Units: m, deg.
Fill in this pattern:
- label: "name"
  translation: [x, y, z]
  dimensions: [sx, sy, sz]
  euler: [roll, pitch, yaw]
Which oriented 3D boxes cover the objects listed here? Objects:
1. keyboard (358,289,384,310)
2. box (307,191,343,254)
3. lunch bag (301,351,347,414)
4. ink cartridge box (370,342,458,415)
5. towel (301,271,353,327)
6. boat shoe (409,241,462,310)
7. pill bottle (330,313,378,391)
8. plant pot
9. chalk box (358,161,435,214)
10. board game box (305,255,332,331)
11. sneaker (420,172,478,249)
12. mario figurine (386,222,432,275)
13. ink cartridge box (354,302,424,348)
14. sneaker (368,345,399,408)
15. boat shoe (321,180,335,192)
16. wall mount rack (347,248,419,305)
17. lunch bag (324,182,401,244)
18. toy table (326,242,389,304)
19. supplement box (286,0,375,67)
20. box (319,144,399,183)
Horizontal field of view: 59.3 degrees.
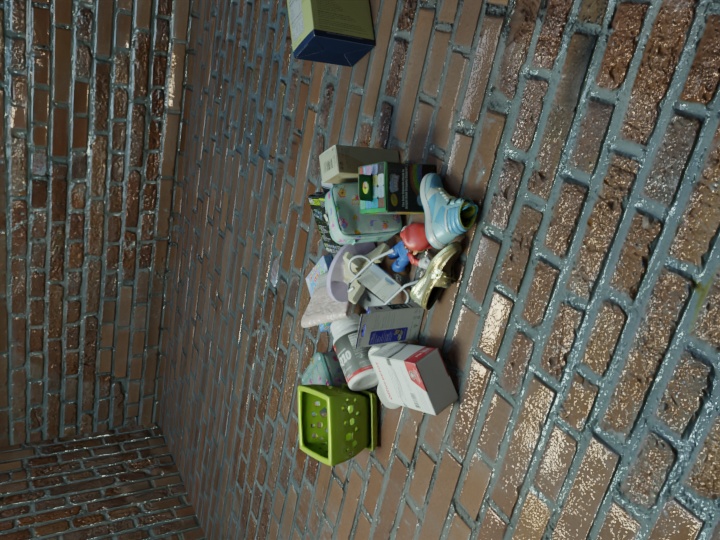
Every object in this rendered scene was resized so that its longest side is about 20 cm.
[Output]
- label: "keyboard"
  translation: [0.025, 0.091, 1.847]
  dimensions: [0.200, 0.011, 0.056]
  euler: [34, 115, 52]
- label: "box"
  translation: [-0.070, -0.136, 1.888]
  dimensions: [0.200, 0.047, 0.193]
  euler: [14, 125, 58]
- label: "lunch bag"
  translation: [-0.123, 0.361, 2.036]
  dimensions: [0.200, 0.077, 0.160]
  euler: [-57, 46, 43]
- label: "ink cartridge box"
  translation: [0.129, 0.263, 1.573]
  dimensions: [0.200, 0.083, 0.147]
  euler: [-1, 115, 58]
- label: "towel"
  translation: [-0.084, 0.073, 1.883]
  dimensions: [0.200, 0.032, 0.191]
  euler: [-18, 46, 44]
- label: "boat shoe"
  translation: [0.194, 0.015, 1.520]
  dimensions: [0.066, 0.074, 0.200]
  euler: [50, 133, 23]
- label: "pill bottle"
  translation: [-0.012, 0.232, 1.813]
  dimensions: [0.114, 0.114, 0.200]
  euler: [-57, 46, 43]
- label: "plant pot"
  translation: [-0.060, 0.434, 1.839]
  dimensions: [0.199, 0.181, 0.200]
  euler: [2, 93, 58]
- label: "chalk box"
  translation: [0.072, -0.202, 1.569]
  dimensions: [0.124, 0.200, 0.125]
  euler: [4, 95, 58]
- label: "board game box"
  translation: [-0.111, 0.075, 2.039]
  dimensions: [0.151, 0.037, 0.200]
  euler: [-49, 50, 48]
- label: "sneaker"
  translation: [0.213, -0.160, 1.476]
  dimensions: [0.131, 0.080, 0.200]
  euler: [-28, 58, 40]
- label: "mario figurine"
  translation: [0.144, -0.057, 1.607]
  dimensions: [0.123, 0.106, 0.200]
  euler: [44, 152, 0]
- label: "ink cartridge box"
  translation: [0.067, 0.136, 1.598]
  dimensions: [0.039, 0.200, 0.100]
  euler: [36, 121, 48]
- label: "sneaker"
  translation: [0.080, 0.276, 1.719]
  dimensions: [0.075, 0.088, 0.200]
  euler: [-7, 110, 19]
- label: "boat shoe"
  translation: [-0.069, -0.233, 1.920]
  dimensions: [0.199, 0.074, 0.068]
  euler: [26, 120, 57]
- label: "wall mount rack"
  translation: [0.068, 0.025, 1.623]
  dimensions: [0.174, 0.200, 0.075]
  euler: [-44, 18, 20]
- label: "lunch bag"
  translation: [0.004, -0.149, 1.669]
  dimensions: [0.077, 0.200, 0.161]
  euler: [153, 109, -64]
- label: "toy table"
  translation: [0.000, 0.000, 1.738]
  dimensions: [0.117, 0.184, 0.200]
  euler: [9, 76, 58]
- label: "supplement box"
  translation: [-0.086, -0.712, 1.797]
  dimensions: [0.134, 0.200, 0.200]
  euler: [-19, 76, 57]
- label: "box"
  translation: [0.001, -0.277, 1.681]
  dimensions: [0.095, 0.200, 0.078]
  euler: [-20, 75, 58]
